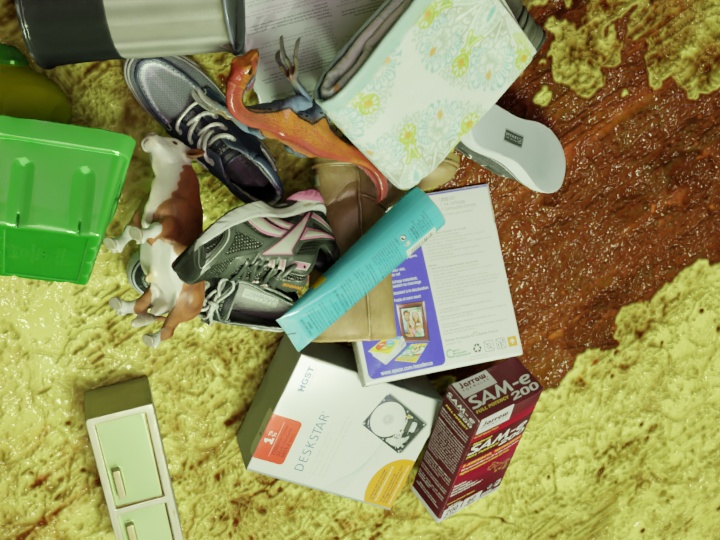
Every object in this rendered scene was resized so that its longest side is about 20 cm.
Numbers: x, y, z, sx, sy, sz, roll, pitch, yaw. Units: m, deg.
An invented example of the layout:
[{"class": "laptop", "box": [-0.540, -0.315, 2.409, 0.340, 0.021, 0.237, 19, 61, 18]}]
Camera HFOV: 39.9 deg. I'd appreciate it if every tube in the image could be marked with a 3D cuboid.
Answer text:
[{"class": "tube", "box": [0.000, 0.000, 1.007, 0.200, 0.050, 0.078, -43, 145, -8]}]

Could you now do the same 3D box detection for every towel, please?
[{"class": "towel", "box": [0.067, -0.189, 0.947, 0.200, 0.048, 0.171, -46, 137, 4]}]

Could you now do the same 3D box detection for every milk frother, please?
[{"class": "milk frother", "box": [-0.207, -0.269, 0.846, 0.184, 0.200, 0.184, -4, 101, 3]}]

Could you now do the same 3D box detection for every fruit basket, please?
[{"class": "fruit basket", "box": [-0.297, -0.109, 0.932, 0.153, 0.216, 0.219, 7, 110, -18]}]

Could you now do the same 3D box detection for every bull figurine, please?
[{"class": "bull figurine", "box": [-0.191, -0.027, 0.963, 0.064, 0.121, 0.203, 11, 122, 25]}]

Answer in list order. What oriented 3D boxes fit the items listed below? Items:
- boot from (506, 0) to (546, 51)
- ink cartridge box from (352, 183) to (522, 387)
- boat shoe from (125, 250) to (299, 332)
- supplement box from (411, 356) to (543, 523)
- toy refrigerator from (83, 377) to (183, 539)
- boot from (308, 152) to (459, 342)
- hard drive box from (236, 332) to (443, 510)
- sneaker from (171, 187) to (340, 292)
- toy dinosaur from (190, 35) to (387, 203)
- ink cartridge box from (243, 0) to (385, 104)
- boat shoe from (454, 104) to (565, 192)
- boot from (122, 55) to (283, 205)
[{"class": "boot", "box": [0.103, -0.220, 1.022, 0.199, 0.068, 0.131, -40, 129, -5]}, {"class": "ink cartridge box", "box": [0.074, 0.015, 1.135, 0.195, 0.043, 0.204, -9, 84, -16]}, {"class": "boat shoe", "box": [-0.155, 0.026, 1.076, 0.197, 0.068, 0.074, 20, 105, -24]}, {"class": "supplement box", "box": [0.137, 0.204, 1.192, 0.108, 0.061, 0.202, -20, 141, -32]}, {"class": "toy refrigerator", "box": [-0.256, 0.232, 1.130, 0.075, 0.070, 0.203, -12, 115, -12]}, {"class": "boot", "box": [0.025, -0.027, 1.073, 0.172, 0.066, 0.204, -2, 87, -4]}, {"class": "hard drive box", "box": [-0.025, 0.178, 1.176, 0.197, 0.077, 0.158, 20, 104, -23]}, {"class": "sneaker", "box": [-0.086, -0.017, 0.958, 0.199, 0.080, 0.087, -24, 79, -45]}, {"class": "toy dinosaur", "box": [-0.056, -0.149, 0.935, 0.199, 0.181, 0.106, 38, 112, 7]}, {"class": "ink cartridge box", "box": [-0.032, -0.265, 1.009, 0.193, 0.043, 0.203, -17, 120, -10]}, {"class": "boat shoe", "box": [0.155, -0.137, 1.106, 0.198, 0.066, 0.071, 14, 87, -46]}, {"class": "boot", "box": [-0.152, -0.144, 0.993, 0.073, 0.090, 0.199, -47, 117, 6]}]
